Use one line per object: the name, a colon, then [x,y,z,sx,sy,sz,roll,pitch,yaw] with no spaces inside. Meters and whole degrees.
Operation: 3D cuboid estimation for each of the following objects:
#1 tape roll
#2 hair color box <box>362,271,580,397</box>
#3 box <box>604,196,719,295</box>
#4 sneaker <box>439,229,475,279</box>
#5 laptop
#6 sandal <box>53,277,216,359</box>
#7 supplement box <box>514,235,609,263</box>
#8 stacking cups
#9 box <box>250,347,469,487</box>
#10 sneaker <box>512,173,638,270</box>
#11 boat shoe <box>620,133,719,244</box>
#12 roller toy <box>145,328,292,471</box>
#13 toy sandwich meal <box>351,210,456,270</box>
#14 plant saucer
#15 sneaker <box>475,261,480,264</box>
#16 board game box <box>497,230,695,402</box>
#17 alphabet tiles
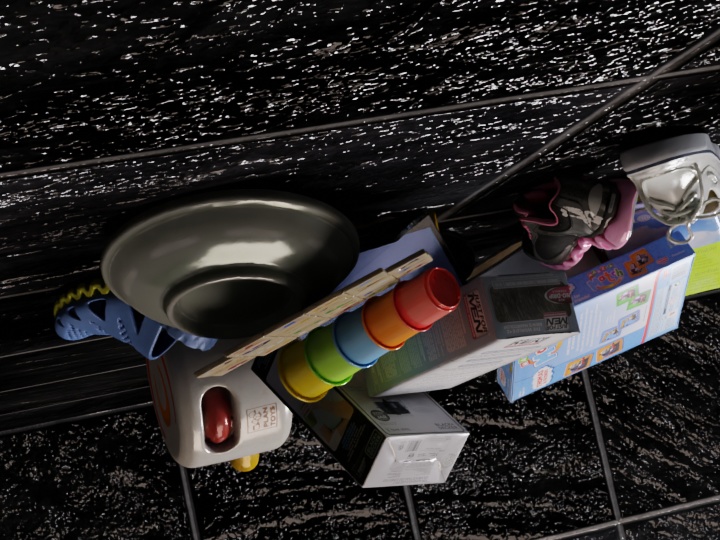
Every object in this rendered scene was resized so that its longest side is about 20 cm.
tape roll: [0.155,0.020,1.622,0.202,0.071,0.202,-33,-178,1]
hair color box: [0.094,0.060,1.384,0.099,0.061,0.200,-4,165,-36]
box: [0.310,-0.037,1.546,0.122,0.048,0.200,-15,146,15]
sneaker: [0.028,0.003,1.563,0.200,0.071,0.099,-16,173,-21]
laptop: [-0.014,0.022,1.315,0.177,0.103,0.200,-18,-173,16]
sandal: [-0.200,0.042,1.390,0.200,0.087,0.079,-14,175,33]
supplement box: [0.285,-0.036,1.719,0.109,0.061,0.200,-7,172,-41]
stacking cups: [0.009,0.058,1.319,0.060,0.061,0.200,-6,163,-44]
box: [-0.003,0.127,1.484,0.117,0.060,0.200,3,-151,-44]
sneaker: [0.181,-0.053,1.421,0.095,0.079,0.200,12,167,-13]
boat shoe: [0.281,-0.067,1.328,0.075,0.086,0.202,-15,173,21]
roller toy: [-0.151,0.119,1.671,0.140,0.200,0.182,-11,167,-17]
toy sandwich meal: [0.000,0.000,1.439,0.205,0.070,0.205,-1,146,-1]
plant saucer: [-0.097,0.008,1.160,0.200,0.050,0.200,-7,153,-4]
sneaker: [0.160,0.028,1.799,0.200,0.070,0.100,10,171,22]
board game box: [0.235,0.049,1.536,0.200,0.037,0.151,-24,150,-11]
alphabet tiles: [-0.034,0.035,1.196,0.200,0.006,0.166,-28,175,4]
